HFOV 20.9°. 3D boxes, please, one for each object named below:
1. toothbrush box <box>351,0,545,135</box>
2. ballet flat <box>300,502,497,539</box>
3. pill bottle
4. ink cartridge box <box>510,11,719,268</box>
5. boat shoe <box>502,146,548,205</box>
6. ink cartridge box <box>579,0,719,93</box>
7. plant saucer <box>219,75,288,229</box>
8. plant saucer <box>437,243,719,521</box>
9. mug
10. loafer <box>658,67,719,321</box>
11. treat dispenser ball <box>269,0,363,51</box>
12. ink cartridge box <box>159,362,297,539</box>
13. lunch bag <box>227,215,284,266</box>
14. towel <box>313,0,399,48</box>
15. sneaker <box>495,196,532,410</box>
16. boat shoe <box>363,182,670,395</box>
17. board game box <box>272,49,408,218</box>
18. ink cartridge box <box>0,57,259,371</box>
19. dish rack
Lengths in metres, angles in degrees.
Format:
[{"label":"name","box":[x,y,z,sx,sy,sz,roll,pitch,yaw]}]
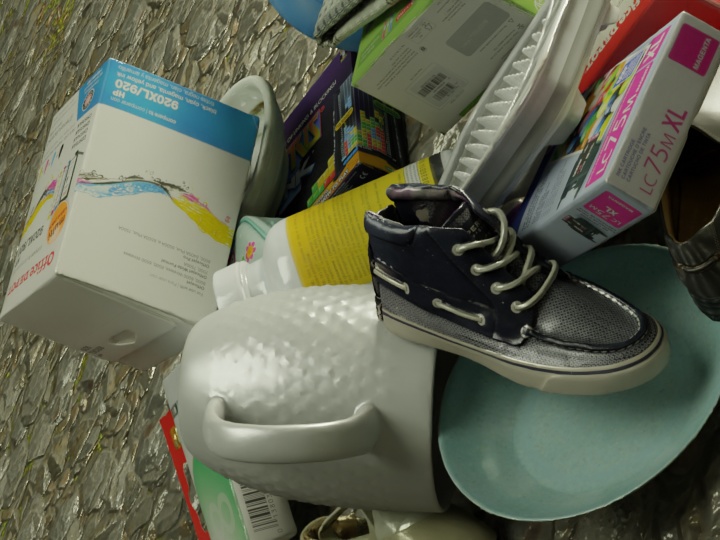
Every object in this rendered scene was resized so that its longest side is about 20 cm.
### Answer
[{"label":"toothbrush box","box":[0.077,-0.224,1.409,0.146,0.086,0.201,-43,29,46]},{"label":"ballet flat","box":[0.019,0.182,1.345,0.200,0.069,0.070,-25,47,55]},{"label":"pill bottle","box":[0.000,0.000,1.398,0.199,0.112,0.112,-22,38,8]},{"label":"ink cartridge box","box":[0.144,-0.067,1.174,0.120,0.042,0.200,-63,6,-19]},{"label":"boat shoe","box":[0.116,-0.146,1.441,0.072,0.065,0.201,-13,57,61]},{"label":"ink cartridge box","box":[0.185,-0.168,1.316,0.116,0.067,0.200,-55,27,27]},{"label":"plant saucer","box":[-0.110,-0.071,1.724,0.200,0.050,0.201,-48,30,40]},{"label":"plant saucer","box":[0.142,0.074,1.185,0.200,0.039,0.202,-23,42,23]},{"label":"mug","box":[-0.031,0.087,1.268,0.200,0.174,0.149,-44,-45,-73]},{"label":"loafer","box":[0.208,-0.069,1.162,0.073,0.072,0.201,-25,45,25]},{"label":"treat dispenser ball","box":[0.005,-0.283,1.622,0.201,0.200,0.202,-45,33,40]},{"label":"ink cartridge box","box":[-0.127,0.167,1.576,0.200,0.050,0.162,-42,64,56]},{"label":"lunch bag","box":[-0.051,0.046,1.560,0.200,0.077,0.161,43,123,57]},{"label":"towel","box":[0.045,-0.268,1.387,0.200,0.034,0.193,-33,33,60]},{"label":"sneaker","box":[0.118,0.049,1.290,0.083,0.080,0.201,-10,67,43]},{"label":"boat shoe","box":[0.086,0.007,1.160,0.199,0.093,0.075,12,46,31]},{"label":"board game box","box":[-0.037,-0.076,1.708,0.200,0.056,0.166,-49,31,34]},{"label":"ink cartridge box","box":[-0.194,-0.042,1.635,0.147,0.144,0.201,-31,44,57]},{"label":"dish rack","box":[0.103,-0.098,1.255,0.200,0.043,0.172,-55,9,47]}]
